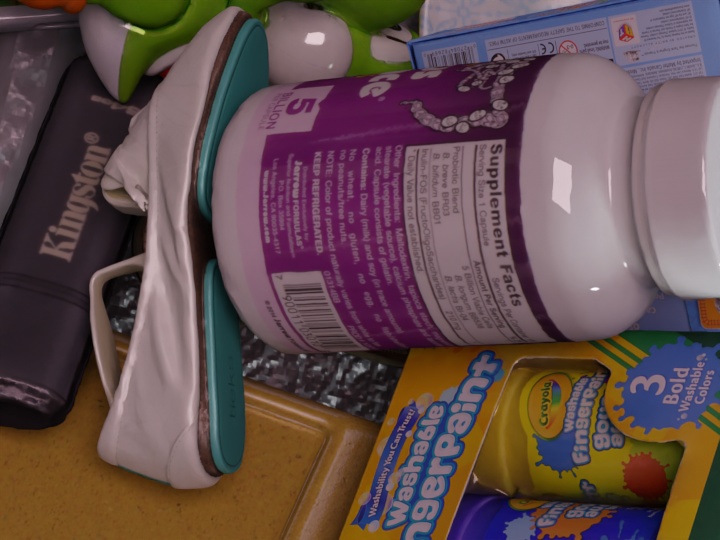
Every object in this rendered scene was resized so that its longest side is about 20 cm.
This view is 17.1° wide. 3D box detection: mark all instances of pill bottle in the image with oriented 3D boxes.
[{"bbox_3d":[0.052,-0.026,0.932,0.200,0.112,0.112,-4,78,26],"label":"pill bottle"}]

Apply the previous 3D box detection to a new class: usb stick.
[{"bbox_3d":[-0.125,-0.016,1.018,0.055,0.033,0.200,11,50,5],"label":"usb stick"}]

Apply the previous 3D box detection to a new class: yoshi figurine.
[{"bbox_3d":[-0.050,-0.136,1.037,0.200,0.112,0.113,15,60,-24],"label":"yoshi figurine"}]

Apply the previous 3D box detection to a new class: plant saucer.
[{"bbox_3d":[-0.095,0.105,0.978,0.200,0.048,0.200,19,54,7],"label":"plant saucer"}]

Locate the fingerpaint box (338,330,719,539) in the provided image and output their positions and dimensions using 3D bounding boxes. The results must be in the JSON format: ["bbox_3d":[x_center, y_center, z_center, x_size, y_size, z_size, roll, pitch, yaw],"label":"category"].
[{"bbox_3d":[0.074,0.121,0.917,0.073,0.167,0.200,50,52,-42],"label":"fingerpaint box"}]

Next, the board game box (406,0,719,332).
[{"bbox_3d":[0.110,-0.012,0.996,0.037,0.151,0.200,-23,103,-53],"label":"board game box"}]

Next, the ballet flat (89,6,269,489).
[{"bbox_3d":[-0.078,-0.012,0.970,0.069,0.069,0.200,6,77,-10],"label":"ballet flat"}]

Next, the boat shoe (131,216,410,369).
[{"bbox_3d":[0.000,0.000,1.059,0.200,0.074,0.076,5,79,-10],"label":"boat shoe"}]

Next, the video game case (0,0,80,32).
[{"bbox_3d":[-0.116,-0.211,1.104,0.182,0.022,0.200,-5,82,-12],"label":"video game case"}]

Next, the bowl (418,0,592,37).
[{"bbox_3d":[0.137,-0.111,1.077,0.108,0.200,0.200,14,73,-52],"label":"bowl"}]
